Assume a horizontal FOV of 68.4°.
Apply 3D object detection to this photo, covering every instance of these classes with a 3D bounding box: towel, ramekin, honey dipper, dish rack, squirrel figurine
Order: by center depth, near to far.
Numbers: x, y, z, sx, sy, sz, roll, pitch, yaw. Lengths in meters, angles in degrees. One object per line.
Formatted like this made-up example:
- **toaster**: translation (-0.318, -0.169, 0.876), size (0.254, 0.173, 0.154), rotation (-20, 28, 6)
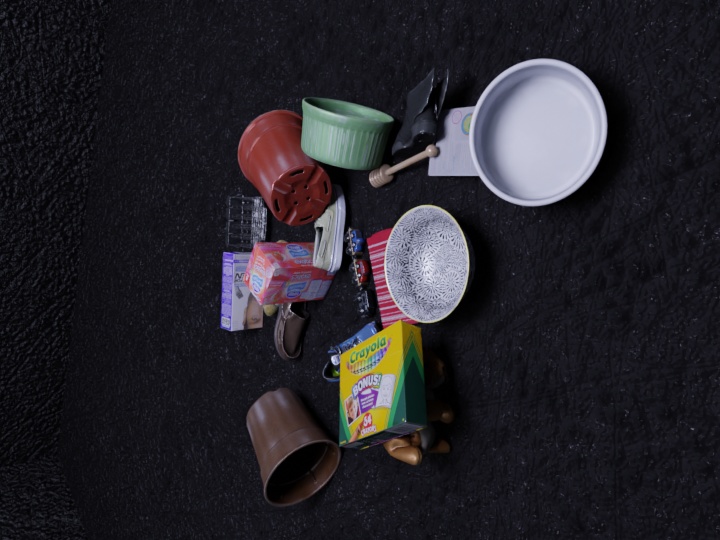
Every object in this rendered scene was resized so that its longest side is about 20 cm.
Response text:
- **squirrel figurine**: translation (0.085, 0.242, 1.019), size (0.195, 0.139, 0.195), rotation (3, 87, 43)
- **honey dipper**: translation (0.085, -0.210, 1.052), size (0.197, 0.037, 0.040), rotation (-16, 79, 56)
- **ramekin**: translation (-0.032, -0.282, 1.093), size (0.198, 0.195, 0.101), rotation (34, 122, 39)
- **towel**: translation (0.083, 0.009, 1.094), size (0.142, 0.022, 0.209), rotation (-17, 80, 43)
- **dish rack**: translation (-0.316, -0.136, 1.494), size (0.195, 0.053, 0.161), rotation (8, 98, 44)

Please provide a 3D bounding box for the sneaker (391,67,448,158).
- **sneaker**: translation (0.109, -0.289, 1.001), size (0.199, 0.057, 0.109), rotation (164, 109, -74)

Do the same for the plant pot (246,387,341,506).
- **plant pot**: translation (-0.175, 0.406, 1.263), size (0.199, 0.195, 0.206), rotation (46, 122, 42)

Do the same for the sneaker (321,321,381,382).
- **sneaker**: translation (-0.019, 0.188, 1.156), size (0.201, 0.087, 0.080), rotation (-51, 58, 33)

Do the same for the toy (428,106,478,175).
- **toy**: translation (0.209, -0.226, 0.938), size (0.197, 0.046, 0.120), rotation (12, 98, 52)

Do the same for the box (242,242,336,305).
- **box**: translation (-0.158, 0.005, 1.222), size (0.095, 0.196, 0.105), rotation (45, 121, 32)

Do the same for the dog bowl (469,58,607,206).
- **dog bowl**: translation (0.265, -0.203, 0.802), size (0.192, 0.078, 0.209), rotation (3, 98, 21)

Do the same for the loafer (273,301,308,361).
- **loafer**: translation (-0.169, 0.125, 1.325), size (0.069, 0.071, 0.210), rotation (4, 94, 46)

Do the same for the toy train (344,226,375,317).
- **toy train**: translation (0.000, 0.000, 1.172), size (0.045, 0.033, 0.209), rotation (-20, 76, 42)

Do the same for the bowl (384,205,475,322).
- **bowl**: translation (0.143, -0.011, 0.978), size (0.196, 0.092, 0.210), rotation (0, 90, 46)

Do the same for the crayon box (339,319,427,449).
- **crayon box**: translation (0.034, 0.213, 0.965), size (0.198, 0.057, 0.179), rotation (-36, 46, 44)

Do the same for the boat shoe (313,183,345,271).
- **boat shoe**: translation (-0.073, -0.102, 1.204), size (0.072, 0.060, 0.209), rotation (-28, 58, 59)

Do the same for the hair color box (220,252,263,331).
- **hair color box**: translation (-0.323, 0.055, 1.462), size (0.063, 0.107, 0.209), rotation (9, 98, 43)

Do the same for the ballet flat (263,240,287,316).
- **ballet flat**: translation (-0.208, 0.027, 1.372), size (0.069, 0.069, 0.208), rotation (21, 104, 43)

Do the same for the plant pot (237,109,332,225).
- **plant pot**: translation (-0.161, -0.219, 1.195), size (0.205, 0.195, 0.198), rotation (-60, 40, 28)
